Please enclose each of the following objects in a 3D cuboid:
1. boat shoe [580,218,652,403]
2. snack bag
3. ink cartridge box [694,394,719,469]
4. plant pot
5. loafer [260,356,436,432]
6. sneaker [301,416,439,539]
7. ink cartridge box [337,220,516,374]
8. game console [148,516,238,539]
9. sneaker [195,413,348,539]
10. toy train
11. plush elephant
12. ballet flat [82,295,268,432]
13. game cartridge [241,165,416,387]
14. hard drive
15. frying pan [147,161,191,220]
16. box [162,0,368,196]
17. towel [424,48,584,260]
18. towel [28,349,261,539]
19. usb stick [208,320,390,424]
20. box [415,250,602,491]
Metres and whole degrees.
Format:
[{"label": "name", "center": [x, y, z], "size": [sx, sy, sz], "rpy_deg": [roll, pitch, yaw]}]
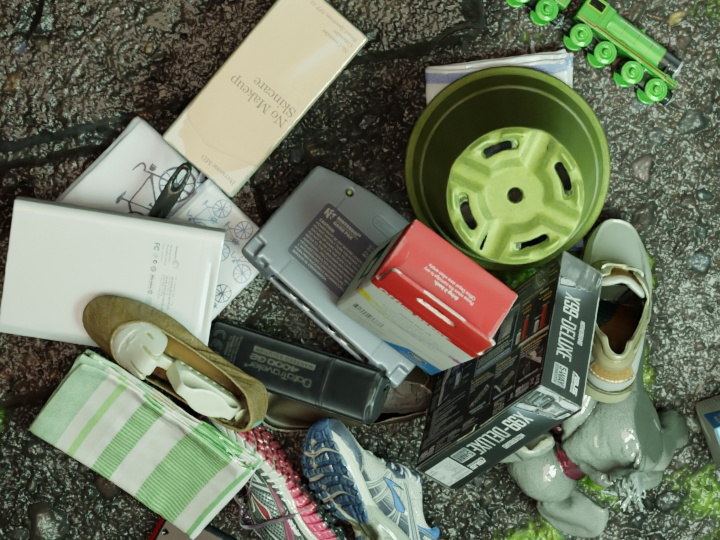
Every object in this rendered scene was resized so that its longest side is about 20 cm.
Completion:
[{"label": "boat shoe", "center": [0.243, 0.025, 1.695], "size": [0.075, 0.200, 0.068], "rpy_deg": [6, 143, -1]}, {"label": "snack bag", "center": [-0.210, -0.026, 1.769], "size": [0.189, 0.021, 0.200], "rpy_deg": [-44, 96, 6]}, {"label": "ink cartridge box", "center": [0.437, 0.136, 1.747], "size": [0.200, 0.116, 0.067], "rpy_deg": [-20, 97, 3]}, {"label": "plant pot", "center": [0.137, -0.080, 1.656], "size": [0.200, 0.190, 0.200], "rpy_deg": [1, 101, 3]}, {"label": "loafer", "center": [-0.013, 0.120, 1.766], "size": [0.200, 0.071, 0.073], "rpy_deg": [-8, 98, 1]}, {"label": "sneaker", "center": [0.013, 0.215, 1.772], "size": [0.085, 0.077, 0.200], "rpy_deg": [-45, 119, -32]}, {"label": "ink cartridge box", "center": [0.062, 0.024, 1.620], "size": [0.116, 0.200, 0.067], "rpy_deg": [36, 74, -6]}, {"label": "game console", "center": [-0.149, 0.358, 1.826], "size": [0.200, 0.031, 0.177], "rpy_deg": [29, 91, -5]}, {"label": "sneaker", "center": [-0.097, 0.218, 1.776], "size": [0.075, 0.081, 0.200], "rpy_deg": [-37, 97, 7]}, {"label": "toy train", "center": [0.226, -0.232, 1.733], "size": [0.200, 0.042, 0.056], "rpy_deg": [35, 86, -5]}, {"label": "plush elephant", "center": [0.210, 0.167, 1.737], "size": [0.155, 0.200, 0.165], "rpy_deg": [-14, 122, 28]}, {"label": "ballet flat", "center": [-0.175, 0.093, 1.695], "size": [0.200, 0.072, 0.068], "rpy_deg": [35, 106, -11]}, {"label": "game cartridge", "center": [0.000, 0.000, 1.741], "size": [0.200, 0.041, 0.133], "rpy_deg": [43, 74, -4]}, {"label": "hard drive", "center": [-0.238, 0.009, 1.722], "size": [0.200, 0.027, 0.132], "rpy_deg": [9, 104, -5]}, {"label": "frying pan", "center": [-0.231, -0.021, 1.741], "size": [0.115, 0.031, 0.190], "rpy_deg": [9, 100, -4]}, {"label": "box", "center": [-0.090, -0.175, 1.719], "size": [0.095, 0.078, 0.200], "rpy_deg": [39, 96, -6]}, {"label": "towel", "center": [0.142, -0.110, 1.757], "size": [0.147, 0.024, 0.200], "rpy_deg": [-5, 99, 1]}, {"label": "towel", "center": [-0.211, 0.170, 1.742], "size": [0.200, 0.023, 0.153], "rpy_deg": [34, 133, -7]}, {"label": "usb stick", "center": [-0.065, 0.097, 1.741], "size": [0.200, 0.033, 0.056], "rpy_deg": [16, 86, 25]}, {"label": "box", "center": [0.136, 0.095, 1.666], "size": [0.050, 0.158, 0.200], "rpy_deg": [30, 138, -18]}]
